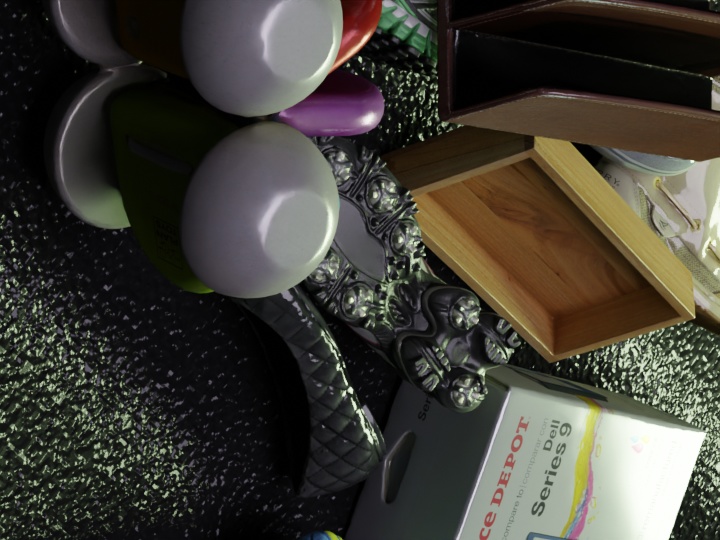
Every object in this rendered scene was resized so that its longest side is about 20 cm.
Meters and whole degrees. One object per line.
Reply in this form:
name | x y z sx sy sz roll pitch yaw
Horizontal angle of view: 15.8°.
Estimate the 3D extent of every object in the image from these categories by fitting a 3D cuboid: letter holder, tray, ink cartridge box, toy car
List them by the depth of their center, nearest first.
toy car | -0.056 -0.091 1.243 0.149 0.175 0.201 -15 116 -37
letter holder | 0.159 -0.125 1.352 0.199 0.142 0.101 6 80 -39
tray | 0.104 -0.019 1.492 0.200 0.098 0.037 43 38 -45
ink cartridge box | 0.099 0.137 1.557 0.199 0.087 0.146 16 95 -45

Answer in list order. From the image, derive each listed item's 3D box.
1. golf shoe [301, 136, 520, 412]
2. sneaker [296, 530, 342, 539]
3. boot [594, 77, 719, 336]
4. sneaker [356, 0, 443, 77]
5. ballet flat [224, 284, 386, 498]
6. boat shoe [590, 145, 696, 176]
golf shoe | 0.000 0.000 1.412 0.077 0.088 0.200 -47 124 -14
sneaker | -0.028 0.216 1.483 0.082 0.071 0.200 -13 141 7
boot | 0.224 -0.049 1.616 0.200 0.073 0.156 34 81 -37
sneaker | 0.008 -0.164 1.353 0.200 0.078 0.086 39 75 -46
ballet flat | -0.041 0.050 1.400 0.057 0.066 0.201 -34 127 -9
boat shoe | 0.143 -0.121 1.479 0.201 0.071 0.070 44 77 -29
